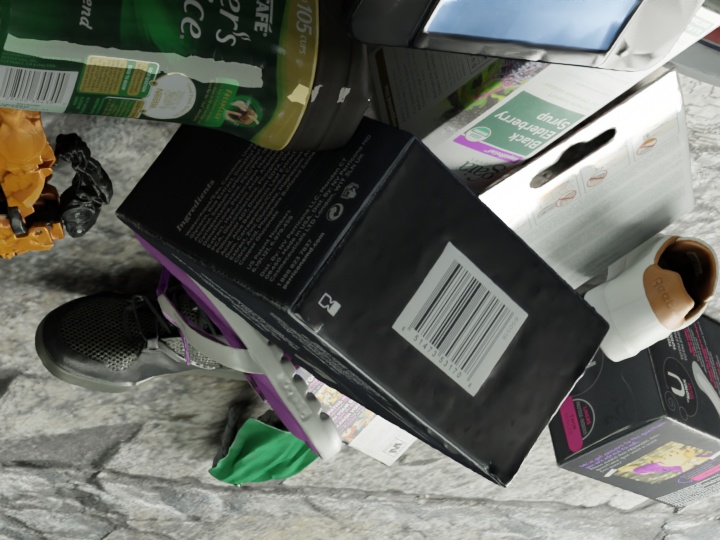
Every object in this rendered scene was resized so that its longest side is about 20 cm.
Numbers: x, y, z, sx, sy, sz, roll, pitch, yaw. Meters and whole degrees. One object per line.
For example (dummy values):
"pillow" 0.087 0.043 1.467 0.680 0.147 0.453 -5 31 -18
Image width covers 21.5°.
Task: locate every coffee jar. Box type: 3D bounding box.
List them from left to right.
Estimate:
"coffee jar" -0.092 -0.123 0.957 0.199 0.105 0.085 7 146 -19

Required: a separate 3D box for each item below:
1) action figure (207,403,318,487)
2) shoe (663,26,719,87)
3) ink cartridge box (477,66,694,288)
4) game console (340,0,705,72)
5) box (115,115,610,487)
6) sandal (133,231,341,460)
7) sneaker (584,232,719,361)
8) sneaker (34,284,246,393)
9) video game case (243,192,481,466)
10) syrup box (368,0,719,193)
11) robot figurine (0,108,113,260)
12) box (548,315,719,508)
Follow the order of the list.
"action figure" -0.071 0.135 1.527 0.117 0.055 0.200 1 156 -27
"shoe" 0.262 -0.144 1.134 0.199 0.092 0.071 17 -174 -2
"ink cartridge box" 0.132 -0.052 1.208 0.160 0.047 0.200 -33 153 -3
"game console" 0.120 -0.132 0.878 0.199 0.117 0.176 3 138 -32
"box" 0.000 0.000 1.079 0.197 0.200 0.118 41 80 -37
"sandal" -0.089 0.046 1.209 0.050 0.203 0.082 -40 177 -9
"sneaker" 0.216 0.008 1.309 0.084 0.073 0.200 -28 -174 21
"sneaker" -0.118 0.028 1.290 0.198 0.077 0.114 1 148 -30
"video game case" 0.038 0.036 1.320 0.200 0.036 0.181 -47 146 7
"syrup box" 0.101 -0.130 1.071 0.078 0.082 0.200 17 139 -41
"robot figurine" -0.220 -0.069 1.081 0.144 0.059 0.200 -10 152 -3
"box" 0.235 0.103 1.516 0.106 0.123 0.200 -28 148 29
